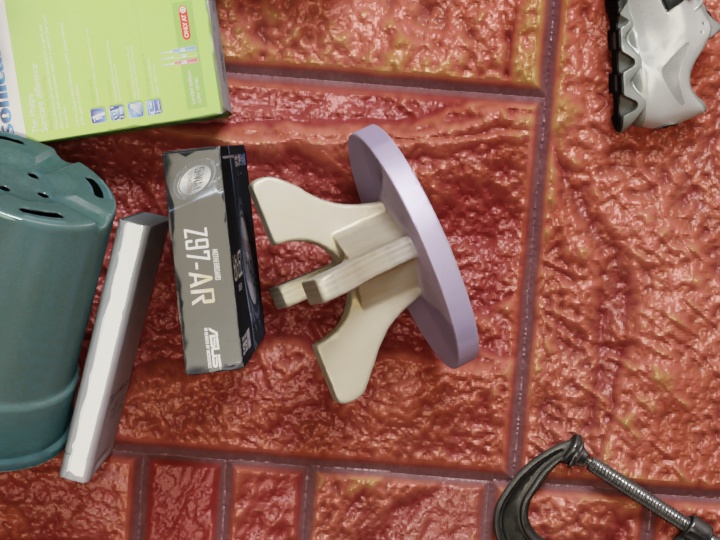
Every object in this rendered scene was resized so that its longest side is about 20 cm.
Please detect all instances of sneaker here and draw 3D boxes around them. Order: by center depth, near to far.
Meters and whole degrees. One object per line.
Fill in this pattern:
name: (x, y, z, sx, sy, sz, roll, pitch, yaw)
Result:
sneaker: (0.242, -0.215, 1.224, 0.088, 0.074, 0.202, -5, 104, 1)

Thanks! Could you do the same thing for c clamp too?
c clamp: (0.219, 0.206, 1.282, 0.199, 0.027, 0.172, 27, 99, -3)

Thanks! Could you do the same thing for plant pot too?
plant pot: (-0.283, 0.012, 1.152, 0.199, 0.200, 0.197, 22, 112, -2)

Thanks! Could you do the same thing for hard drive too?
hard drive: (-0.194, 0.056, 1.213, 0.026, 0.132, 0.202, 15, 95, -1)

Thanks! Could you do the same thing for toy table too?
toy table: (0.000, 0.000, 1.196, 0.116, 0.184, 0.201, -24, 82, -14)

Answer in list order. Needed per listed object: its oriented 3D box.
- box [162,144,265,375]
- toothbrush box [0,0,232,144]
box: (-0.110, -0.015, 1.174, 0.043, 0.200, 0.162, -6, 94, 1)
toothbrush box: (-0.212, -0.181, 1.218, 0.198, 0.086, 0.147, -9, 94, 0)
